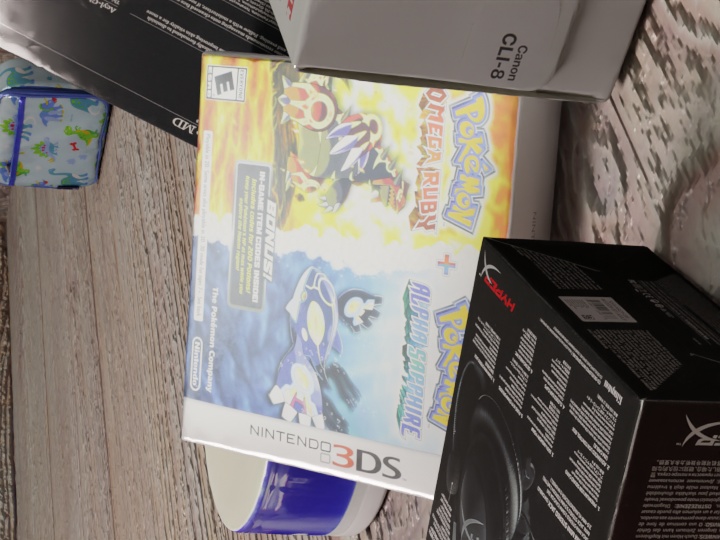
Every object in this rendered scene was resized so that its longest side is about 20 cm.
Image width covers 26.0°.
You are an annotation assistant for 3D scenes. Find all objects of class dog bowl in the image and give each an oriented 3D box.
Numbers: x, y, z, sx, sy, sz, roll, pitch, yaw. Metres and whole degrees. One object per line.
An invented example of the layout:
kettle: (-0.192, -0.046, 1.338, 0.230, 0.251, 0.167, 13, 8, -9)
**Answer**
dog bowl: (-0.041, 0.065, 0.977, 0.200, 0.079, 0.200, -177, 90, -73)

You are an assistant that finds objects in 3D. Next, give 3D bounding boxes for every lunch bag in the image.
lunch bag: (-0.425, -0.194, 2.100, 0.200, 0.161, 0.082, 115, 152, -49)

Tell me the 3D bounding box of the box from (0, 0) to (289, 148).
box: (-0.111, -0.161, 0.811, 0.141, 0.200, 0.079, -53, 16, 36)

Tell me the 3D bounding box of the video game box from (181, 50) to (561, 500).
video game box: (0.000, 0.000, 0.744, 0.182, 0.047, 0.200, 8, 98, 31)

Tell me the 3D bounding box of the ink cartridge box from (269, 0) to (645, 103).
ink cartridge box: (0.034, -0.186, 0.668, 0.200, 0.145, 0.145, -111, 30, -50)

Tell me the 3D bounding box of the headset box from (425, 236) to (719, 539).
headset box: (0.084, 0.106, 0.578, 0.149, 0.077, 0.200, -127, 42, -64)
